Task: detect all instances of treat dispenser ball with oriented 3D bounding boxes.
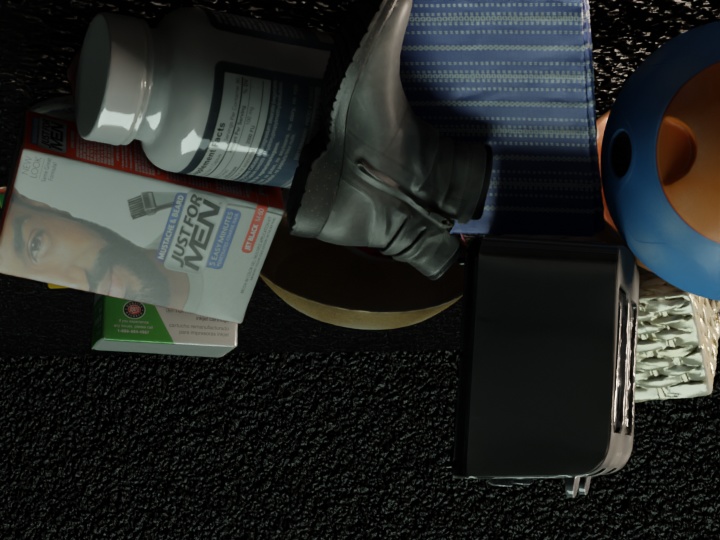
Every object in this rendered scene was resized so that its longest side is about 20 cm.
[{"bbox_3d":[0.272,-0.078,1.017,0.199,0.203,0.201,2,171,0],"label":"treat dispenser ball"}]

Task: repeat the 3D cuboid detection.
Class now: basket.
[{"bbox_3d":[0.203,0.034,1.215,0.198,0.124,0.136,-6,129,21],"label":"basket"}]

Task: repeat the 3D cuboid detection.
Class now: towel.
[{"bbox_3d":[0.098,-0.110,1.011,0.144,0.201,0.024,1,-145,17],"label":"towel"}]

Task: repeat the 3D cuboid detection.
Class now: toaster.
[{"bbox_3d":[0.139,0.063,1.051,0.118,0.202,0.181,2,173,15],"label":"toaster"}]

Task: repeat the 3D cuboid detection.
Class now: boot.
[{"bbox_3d":[0.035,-0.099,0.991,0.131,0.201,0.070,13,-153,-14],"label":"boot"}]

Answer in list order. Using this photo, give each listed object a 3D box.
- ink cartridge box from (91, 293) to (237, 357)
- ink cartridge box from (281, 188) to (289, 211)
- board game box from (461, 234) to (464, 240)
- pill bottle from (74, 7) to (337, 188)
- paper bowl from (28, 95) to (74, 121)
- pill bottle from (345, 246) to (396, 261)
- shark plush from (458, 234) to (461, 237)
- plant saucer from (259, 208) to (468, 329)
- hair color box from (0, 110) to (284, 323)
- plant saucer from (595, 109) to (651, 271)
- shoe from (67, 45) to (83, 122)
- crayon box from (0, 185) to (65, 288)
[{"bbox_3d":[-0.203,-0.016,1.499,0.145,0.202,0.083,4,168,-17],"label":"ink cartridge box"},{"bbox_3d":[-0.036,-0.101,1.252,0.198,0.095,0.044,2,-151,-9],"label":"ink cartridge box"},{"bbox_3d":[0.030,-0.025,1.494,0.152,0.041,0.200,-10,-156,1],"label":"board game box"},{"bbox_3d":[-0.101,-0.127,1.040,0.199,0.121,0.119,7,170,-26],"label":"pill bottle"},{"bbox_3d":[-0.218,-0.091,1.338,0.199,0.105,0.201,2,172,0],"label":"paper bowl"},{"bbox_3d":[0.051,-0.097,1.129,0.111,0.113,0.200,6,153,-25],"label":"pill bottle"},{"bbox_3d":[0.061,-0.052,1.408,0.090,0.084,0.200,3,-161,-39],"label":"shark plush"},{"bbox_3d":[0.000,0.000,1.209,0.198,0.036,0.201,6,-152,-3],"label":"plant saucer"},{"bbox_3d":[-0.169,-0.038,1.081,0.198,0.111,0.064,13,-150,-18],"label":"hair color box"},{"bbox_3d":[0.270,-0.064,1.158,0.198,0.201,0.032,3,139,-5],"label":"plant saucer"},{"bbox_3d":[-0.198,-0.109,1.179,0.071,0.092,0.200,-6,161,-2],"label":"shoe"},{"bbox_3d":[-0.197,-0.031,1.186,0.198,0.051,0.127,-3,161,-9],"label":"crayon box"}]
